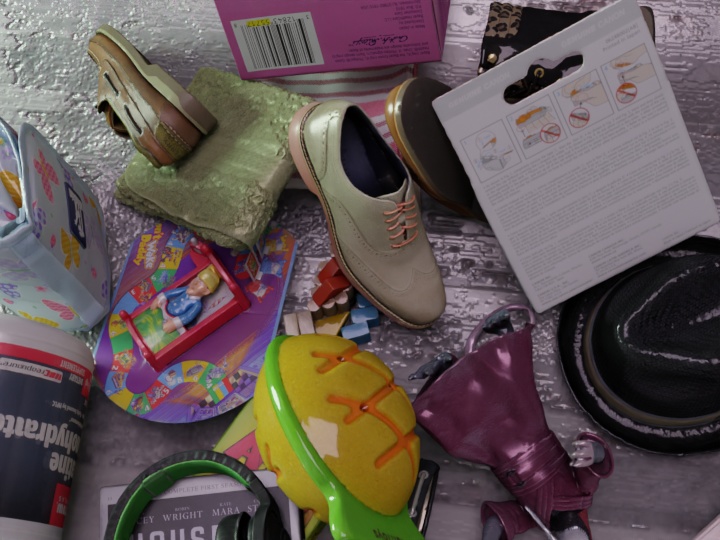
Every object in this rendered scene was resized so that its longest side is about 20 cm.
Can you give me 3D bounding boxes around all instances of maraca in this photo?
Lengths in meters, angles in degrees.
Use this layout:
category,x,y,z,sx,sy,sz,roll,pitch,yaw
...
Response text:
category,x,y,z,sx,sy,sz,roll,pitch,yaw
maraca,-0.008,0.126,0.643,0.107,0.137,0.201,-40,52,17

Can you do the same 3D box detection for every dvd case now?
category,x,y,z,sx,sy,sz,roll,pitch,yaw
dvd case,-0.109,0.247,0.664,0.149,0.025,0.202,-6,71,1

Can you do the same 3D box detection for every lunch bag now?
category,x,y,z,sx,sy,sz,roll,pitch,yaw
lunch bag,-0.288,-0.050,0.753,0.200,0.170,0.127,39,77,24

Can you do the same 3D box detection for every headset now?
category,x,y,z,sx,sy,sz,roll,pitch,yaw
headset,-0.097,0.206,0.615,0.123,0.094,0.200,-35,61,-9

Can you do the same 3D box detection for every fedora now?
category,x,y,z,sx,sy,sz,roll,pitch,yaw
fedora,0.255,0.044,0.725,0.199,0.092,0.202,-1,69,3

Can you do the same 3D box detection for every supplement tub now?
category,x,y,z,sx,sy,sz,roll,pitch,yaw
supplement tub,-0.285,0.142,0.703,0.139,0.140,0.202,4,70,5

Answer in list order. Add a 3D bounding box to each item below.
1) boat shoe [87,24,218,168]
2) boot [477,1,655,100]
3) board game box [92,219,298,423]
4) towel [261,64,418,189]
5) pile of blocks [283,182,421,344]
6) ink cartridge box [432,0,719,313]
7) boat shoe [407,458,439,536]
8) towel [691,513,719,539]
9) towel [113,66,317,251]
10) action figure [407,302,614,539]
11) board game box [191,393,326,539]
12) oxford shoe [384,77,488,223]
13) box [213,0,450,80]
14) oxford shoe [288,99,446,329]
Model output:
category,x,y,z,sx,sy,sz,roll,pitch,yaw
boat shoe,-0.202,-0.154,0.817,0.068,0.072,0.200,-48,44,-2
boot,0.174,-0.152,0.813,0.149,0.073,0.201,9,67,6
board game box,-0.143,0.022,0.766,0.157,0.039,0.201,3,61,17
towel,-0.025,-0.156,0.823,0.145,0.030,0.201,-1,60,17
pile of blocks,0.000,0.000,0.777,0.082,0.062,0.201,21,73,11
ink cartridge box,0.161,-0.085,0.708,0.159,0.201,0.047,-27,26,9
boat shoe,0.019,0.231,0.685,0.060,0.076,0.202,4,71,12
towel,0.315,0.268,0.673,0.191,0.032,0.200,-37,71,-8
towel,-0.119,-0.098,0.793,0.199,0.036,0.149,21,74,44
action figure,0.119,0.142,0.714,0.134,0.149,0.201,-33,90,17
board game box,-0.095,0.202,0.717,0.101,0.048,0.200,33,76,15
oxford shoe,0.057,-0.088,0.737,0.071,0.200,0.072,15,77,30
box,-0.014,-0.266,0.805,0.174,0.097,0.201,-3,46,14
oxford shoe,0.015,-0.037,0.716,0.071,0.074,0.201,-40,109,-22
